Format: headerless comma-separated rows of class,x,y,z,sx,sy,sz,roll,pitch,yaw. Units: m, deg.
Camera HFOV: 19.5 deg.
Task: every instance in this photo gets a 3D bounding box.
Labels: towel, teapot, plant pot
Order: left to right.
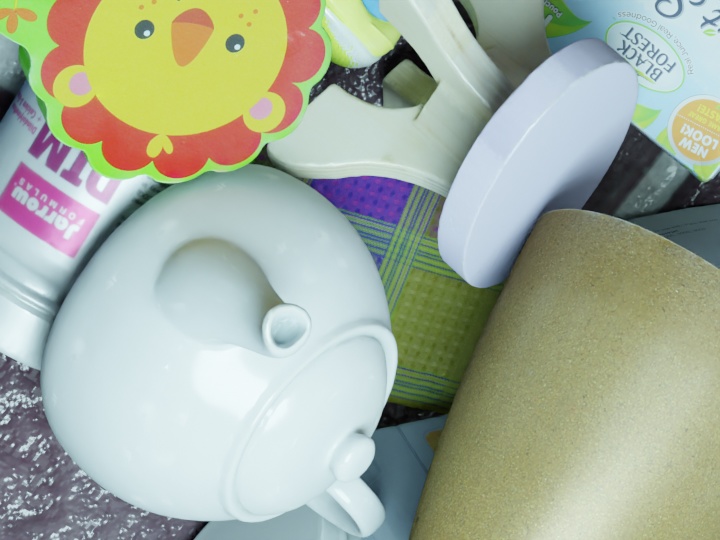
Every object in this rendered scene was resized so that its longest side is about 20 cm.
teapot,-0.050,0.056,1.043,0.200,0.146,0.198,-15,137,-53
towel,0.000,0.000,1.193,0.200,0.023,0.144,15,107,-24
plant pot,0.112,0.104,1.056,0.186,0.186,0.200,44,74,-29

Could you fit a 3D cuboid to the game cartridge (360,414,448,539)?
game cartridge,0.097,0.129,1.173,0.200,0.133,0.042,-10,127,-24

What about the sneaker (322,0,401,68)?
sneaker,-0.023,-0.205,1.078,0.105,0.076,0.200,-44,127,-12

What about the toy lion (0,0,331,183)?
toy lion,-0.099,-0.133,0.949,0.200,0.069,0.192,13,115,-29

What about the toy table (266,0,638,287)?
toy table,0.056,-0.082,1.075,0.184,0.117,0.200,-40,164,-23

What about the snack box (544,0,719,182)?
snack box,0.199,-0.168,1.142,0.142,0.053,0.200,40,96,5

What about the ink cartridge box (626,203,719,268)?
ink cartridge box,0.231,0.063,1.202,0.085,0.200,0.145,-13,116,-26

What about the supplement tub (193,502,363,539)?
supplement tub,-0.006,0.228,1.216,0.145,0.145,0.200,-44,119,2

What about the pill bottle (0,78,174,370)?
pill bottle,-0.131,-0.053,1.069,0.113,0.113,0.200,28,100,-28
